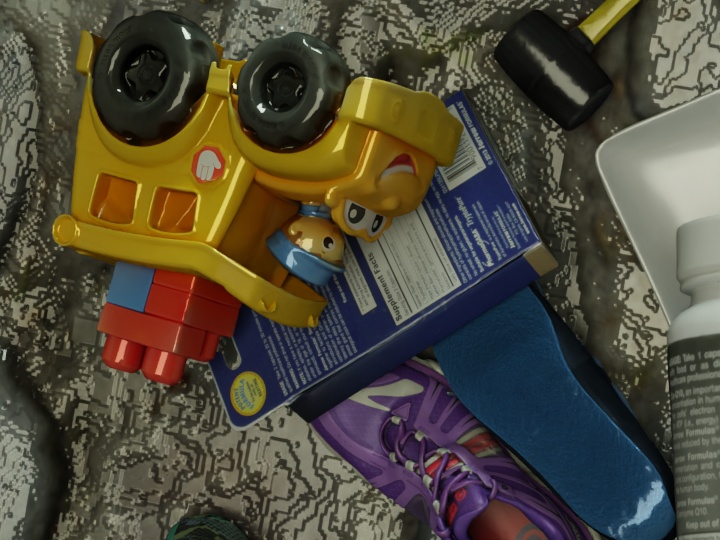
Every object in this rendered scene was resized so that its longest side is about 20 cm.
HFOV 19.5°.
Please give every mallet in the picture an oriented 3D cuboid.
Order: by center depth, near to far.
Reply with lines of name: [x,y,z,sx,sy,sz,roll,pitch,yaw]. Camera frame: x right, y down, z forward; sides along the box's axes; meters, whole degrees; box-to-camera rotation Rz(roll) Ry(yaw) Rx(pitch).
mallet: [0.168,-0.158,1.156,0.200,0.041,0.066,-37,81,6]

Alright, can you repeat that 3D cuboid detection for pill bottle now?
pill bottle: [0.214,0.075,1.065,0.113,0.114,0.202,-3,81,12]

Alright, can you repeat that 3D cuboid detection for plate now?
plate: [0.254,-0.017,1.137,0.198,0.032,0.201,-24,85,12]

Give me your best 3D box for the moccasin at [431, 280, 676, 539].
moccasin: [0.102,0.076,1.144,0.080,0.068,0.201,-39,63,13]

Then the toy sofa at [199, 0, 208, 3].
toy sofa: [-0.124,-0.200,1.136,0.083,0.200,0.098,39,91,9]

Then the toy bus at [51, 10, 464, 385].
toy bus: [-0.065,-0.029,1.127,0.199,0.136,0.194,10,83,28]

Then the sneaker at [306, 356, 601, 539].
sneaker: [0.051,0.112,1.156,0.199,0.083,0.081,36,97,11]

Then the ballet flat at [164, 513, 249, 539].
ballet flat: [-0.054,0.230,1.187,0.074,0.074,0.200,-40,82,9]

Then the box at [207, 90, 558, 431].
box: [0.000,0.000,1.166,0.199,0.032,0.122,-32,53,10]
